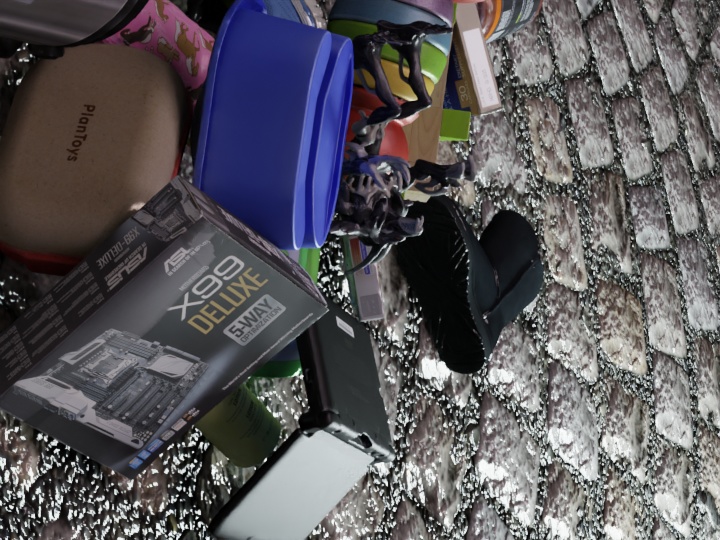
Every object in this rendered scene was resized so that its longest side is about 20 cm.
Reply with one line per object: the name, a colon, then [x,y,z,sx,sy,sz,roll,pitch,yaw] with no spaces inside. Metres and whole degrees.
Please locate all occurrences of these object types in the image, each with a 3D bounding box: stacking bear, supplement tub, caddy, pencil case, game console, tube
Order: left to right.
pencil case: [-0.163,-0.174,1.559,0.200,0.086,0.083,41,75,-46]
tube: [-0.136,0.078,1.545,0.200,0.052,0.058,50,2,-34]
caddy: [-0.075,-0.102,1.471,0.141,0.104,0.201,-5,104,-76]
game console: [-0.054,0.120,1.580,0.200,0.116,0.177,41,35,-70]
stacking bear: [0.017,-0.164,1.661,0.114,0.121,0.201,20,84,-48]
supplement tub: [0.109,-0.282,2.049,0.200,0.107,0.107,-28,104,-60]

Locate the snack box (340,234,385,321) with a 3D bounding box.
snack box: [0.000,0.000,1.732,0.200,0.024,0.072,-124,-156,-86]

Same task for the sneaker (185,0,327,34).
sneaker: [-0.109,-0.248,1.643,0.089,0.079,0.200,-13,62,-47]

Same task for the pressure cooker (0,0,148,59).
pressure cooker: [-0.229,-0.241,1.374,0.200,0.175,0.180,5,78,-56]

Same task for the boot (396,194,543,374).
boot: [0.113,-0.020,1.981,0.168,0.076,0.201,-51,130,-50]

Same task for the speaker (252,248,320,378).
speaker: [-0.072,-0.020,1.598,0.088,0.088,0.201,-13,111,-61]

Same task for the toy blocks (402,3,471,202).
toy blocks: [0.044,-0.140,1.796,0.137,0.099,0.201,129,-32,-85]

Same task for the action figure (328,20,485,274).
action figure: [0.029,-0.089,1.563,0.119,0.102,0.201,-19,117,-47]

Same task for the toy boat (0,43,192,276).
toy boat: [-0.192,-0.066,1.455,0.131,0.130,0.201,90,10,-54]

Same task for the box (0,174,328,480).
box: [-0.144,0.043,1.395,0.158,0.200,0.050,39,15,-49]

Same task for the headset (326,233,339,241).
headset: [-0.067,-0.117,1.716,0.123,0.094,0.201,-25,94,-37]

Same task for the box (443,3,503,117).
box: [0.061,-0.197,1.888,0.032,0.200,0.122,-18,95,-24]
